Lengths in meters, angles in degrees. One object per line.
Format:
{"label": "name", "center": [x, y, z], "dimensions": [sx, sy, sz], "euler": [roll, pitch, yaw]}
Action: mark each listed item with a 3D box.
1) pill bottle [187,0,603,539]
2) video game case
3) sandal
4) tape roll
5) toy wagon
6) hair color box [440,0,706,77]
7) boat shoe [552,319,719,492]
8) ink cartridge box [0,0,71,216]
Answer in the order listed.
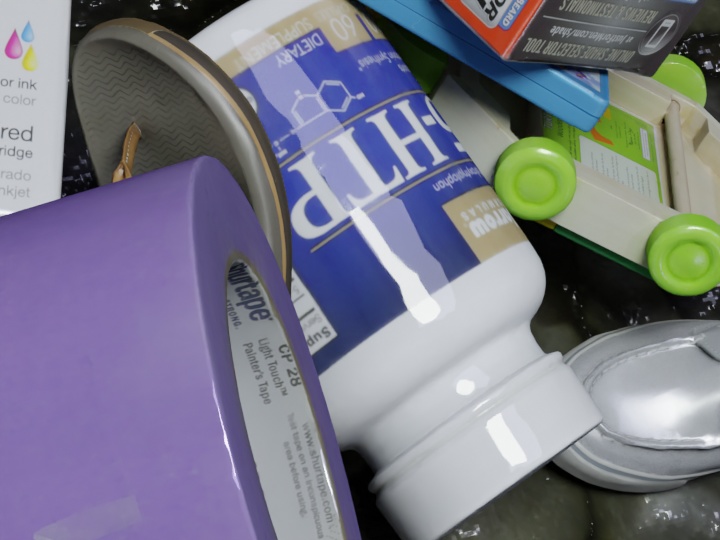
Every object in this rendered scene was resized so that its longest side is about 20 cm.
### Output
{"label": "pill bottle", "center": [0.000, 0.000, 1.018], "dimensions": [0.119, 0.120, 0.200], "euler": [-31, 83, -31]}
{"label": "video game case", "center": [0.036, -0.133, 1.088], "dimensions": [0.143, 0.018, 0.200], "euler": [30, 23, -10]}
{"label": "sandal", "center": [-0.067, 0.010, 0.955], "dimensions": [0.054, 0.081, 0.201], "euler": [-17, 102, -52]}
{"label": "tape roll", "center": [-0.059, 0.071, 0.840], "dimensions": [0.084, 0.200, 0.201], "euler": [-16, 71, 8]}
{"label": "toy wagon", "center": [0.079, -0.063, 1.092], "dimensions": [0.199, 0.040, 0.155], "euler": [25, 28, -11]}
{"label": "hair color box", "center": [0.038, -0.161, 1.042], "dimensions": [0.200, 0.064, 0.111], "euler": [47, 26, 26]}
{"label": "boat shoe", "center": [0.168, 0.047, 1.100], "dimensions": [0.199, 0.069, 0.072], "euler": [1, 67, -24]}
{"label": "ink cartridge box", "center": [-0.180, -0.097, 0.988], "dimensions": [0.144, 0.084, 0.201], "euler": [4, 65, -9]}
